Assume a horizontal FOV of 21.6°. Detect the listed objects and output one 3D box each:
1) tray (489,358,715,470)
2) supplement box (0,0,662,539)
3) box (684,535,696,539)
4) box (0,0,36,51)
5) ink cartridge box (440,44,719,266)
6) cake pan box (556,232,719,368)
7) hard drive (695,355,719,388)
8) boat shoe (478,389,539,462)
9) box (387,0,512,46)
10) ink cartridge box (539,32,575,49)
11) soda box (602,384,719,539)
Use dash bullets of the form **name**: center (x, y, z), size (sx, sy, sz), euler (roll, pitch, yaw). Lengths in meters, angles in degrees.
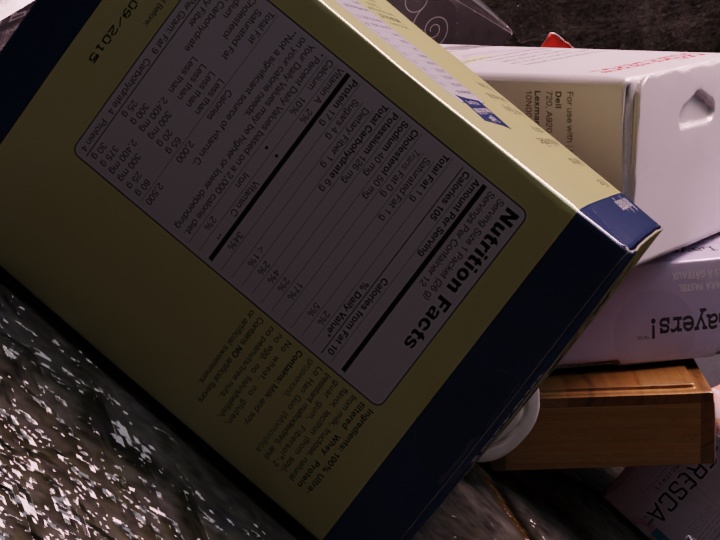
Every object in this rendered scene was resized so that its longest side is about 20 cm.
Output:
- **tray**: center (0.106, 0.047, 0.913), size (0.097, 0.037, 0.200), euler (-2, 13, 2)
- **supplement box**: center (-0.013, -0.022, 0.679), size (0.199, 0.135, 0.200), euler (40, 11, 7)
- **box**: center (0.213, 0.201, 0.767), size (0.199, 0.038, 0.137), euler (34, 12, -23)
- **box**: center (-0.166, -0.165, 0.785), size (0.157, 0.050, 0.200), euler (39, 37, 4)
- **ink cartridge box**: center (0.064, -0.058, 0.882), size (0.198, 0.085, 0.144), euler (6, 13, 31)
- **cake pan box**: center (0.122, 0.000, 0.926), size (0.198, 0.053, 0.184), euler (-4, 15, -10)
- **hard drive**: center (0.207, 0.006, 1.107), size (0.199, 0.141, 0.033), euler (-10, 16, -40)
- **boat shoe**: center (0.000, 0.000, 0.815), size (0.200, 0.074, 0.060), euler (45, -7, 6)
- **box**: center (-0.040, -0.147, 1.064), size (0.124, 0.149, 0.200), euler (30, 14, -42)
- **ink cartridge box**: center (0.141, -0.027, 1.132), size (0.199, 0.163, 0.050), euler (28, 10, -41)
- **soda box**: center (0.188, 0.108, 1.002), size (0.068, 0.064, 0.200), euler (41, 12, 14)
